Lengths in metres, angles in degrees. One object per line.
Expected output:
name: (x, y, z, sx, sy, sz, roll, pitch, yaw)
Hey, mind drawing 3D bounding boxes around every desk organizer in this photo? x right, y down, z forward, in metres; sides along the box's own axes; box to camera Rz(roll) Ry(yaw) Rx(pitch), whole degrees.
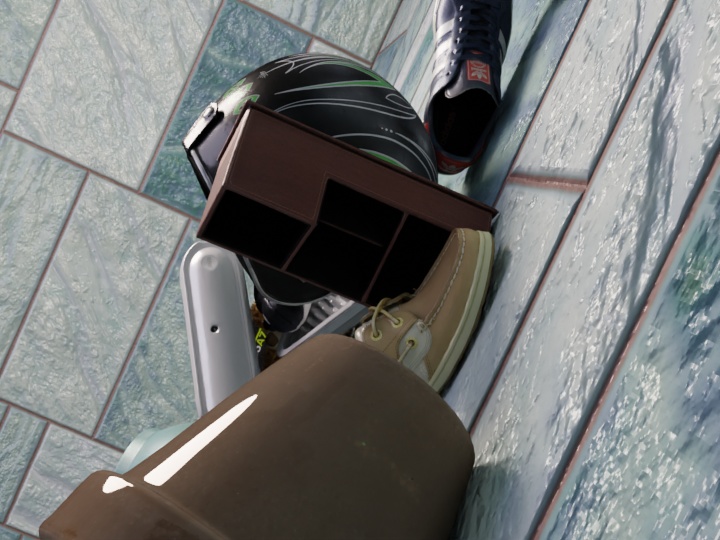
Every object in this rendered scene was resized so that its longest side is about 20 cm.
desk organizer: (-0.009, -0.033, 0.743, 0.072, 0.199, 0.077, -51, 22, 50)

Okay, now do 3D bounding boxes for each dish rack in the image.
dish rack: (0.000, 0.000, 1.043, 0.200, 0.043, 0.172, -37, 26, 43)

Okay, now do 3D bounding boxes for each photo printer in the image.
photo printer: (-0.146, 0.076, 1.109, 0.167, 0.069, 0.201, 97, 163, -66)

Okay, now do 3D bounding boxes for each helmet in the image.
helmet: (-0.032, -0.082, 0.876, 0.190, 0.201, 0.200, -27, 3, -7)

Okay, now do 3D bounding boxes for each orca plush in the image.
orca plush: (-0.087, -0.011, 1.102, 0.105, 0.071, 0.200, -43, 22, 35)

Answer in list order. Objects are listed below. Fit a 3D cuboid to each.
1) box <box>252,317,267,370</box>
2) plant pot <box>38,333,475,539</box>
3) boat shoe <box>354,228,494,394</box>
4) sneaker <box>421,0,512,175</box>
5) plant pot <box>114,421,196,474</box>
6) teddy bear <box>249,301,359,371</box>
box: (-0.084, 0.060, 1.338, 0.201, 0.047, 0.193, -66, -12, 1)
plant pot: (-0.033, 0.130, 0.538, 0.175, 0.200, 0.200, -51, 1, -23)
boat shoe: (0.026, 0.056, 0.714, 0.074, 0.066, 0.201, -104, 39, -78)
sneaker: (0.098, -0.181, 0.908, 0.085, 0.075, 0.201, -129, 46, -80)
plant pot: (-0.213, 0.264, 1.239, 0.200, 0.134, 0.201, 18, -90, -76)
teddy bear: (-0.054, 0.039, 1.161, 0.200, 0.145, 0.067, -49, -40, -23)
